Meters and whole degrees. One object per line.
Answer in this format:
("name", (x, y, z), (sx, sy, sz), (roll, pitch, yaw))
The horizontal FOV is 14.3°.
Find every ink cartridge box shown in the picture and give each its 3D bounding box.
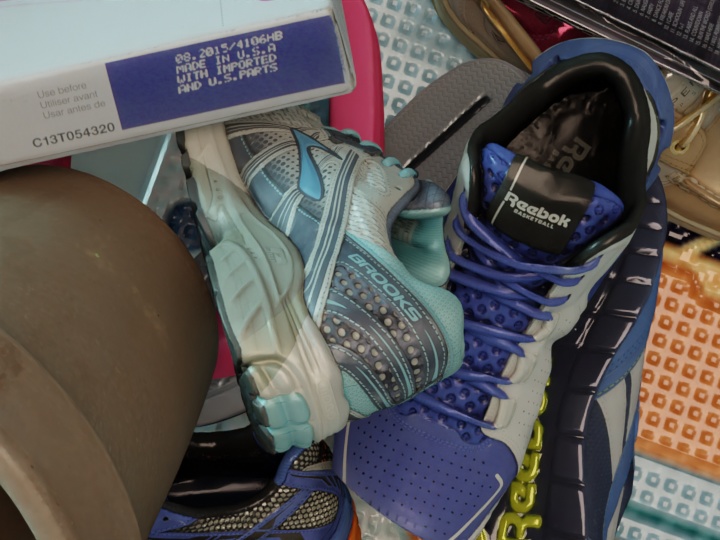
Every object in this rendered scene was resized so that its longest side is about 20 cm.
("ink cartridge box", (-0.108, -0.104, 1.061), (0.196, 0.200, 0.043), (-13, 122, 2))

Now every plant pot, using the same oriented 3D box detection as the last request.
("plant pot", (-0.137, 0.050, 0.989), (0.200, 0.200, 0.175), (39, 43, 0))

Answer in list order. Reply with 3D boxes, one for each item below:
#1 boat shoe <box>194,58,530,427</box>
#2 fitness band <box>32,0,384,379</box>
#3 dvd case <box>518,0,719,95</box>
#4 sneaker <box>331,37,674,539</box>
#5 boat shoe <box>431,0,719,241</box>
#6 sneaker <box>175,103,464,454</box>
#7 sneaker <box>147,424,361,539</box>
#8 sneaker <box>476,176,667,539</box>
("boat shoe", (0.000, 0.000, 1.133), (0.200, 0.062, 0.072), (-38, 51, -1))
("fitness band", (-0.062, -0.052, 1.113), (0.143, 0.037, 0.200), (-5, 60, 7))
("dvd case", (0.141, -0.126, 1.142), (0.200, 0.016, 0.149), (26, 45, -3))
("sneaker", (0.048, -0.001, 1.035), (0.081, 0.115, 0.200), (27, 89, 6))
("boat shoe", (0.116, -0.074, 1.148), (0.200, 0.069, 0.074), (33, 83, -1))
("sneaker", (-0.012, -0.012, 1.003), (0.086, 0.200, 0.078), (-14, 129, -4))
("sneaker", (-0.099, 0.093, 1.098), (0.200, 0.078, 0.075), (-13, 46, -12))
("sneaker", (0.076, 0.049, 1.128), (0.074, 0.082, 0.200), (12, 85, 16))
